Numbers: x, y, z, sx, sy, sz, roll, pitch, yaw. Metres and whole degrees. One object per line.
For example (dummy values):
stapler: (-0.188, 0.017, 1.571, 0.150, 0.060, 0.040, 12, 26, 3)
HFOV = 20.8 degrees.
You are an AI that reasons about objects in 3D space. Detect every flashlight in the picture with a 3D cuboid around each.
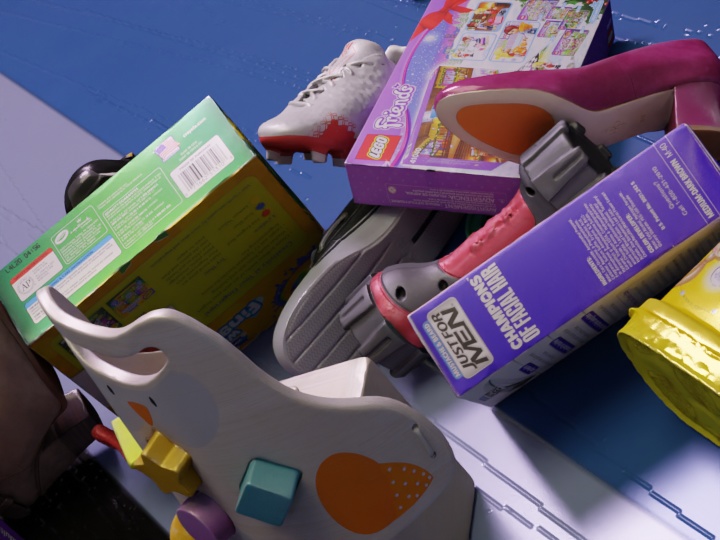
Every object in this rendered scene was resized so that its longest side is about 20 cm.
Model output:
flashlight: (0.075, -0.016, 1.255, 0.200, 0.067, 0.068, -44, 65, 24)

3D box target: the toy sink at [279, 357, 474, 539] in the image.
toy sink: (-0.022, 0.176, 1.120, 0.111, 0.131, 0.201, -18, 41, 29)

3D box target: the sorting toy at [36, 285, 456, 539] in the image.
sorting toy: (-0.084, 0.071, 1.021, 0.199, 0.180, 0.107, 9, 57, 49)

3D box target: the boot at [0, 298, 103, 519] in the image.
boot: (-0.274, 0.107, 1.378, 0.145, 0.201, 0.070, -30, 44, 0)

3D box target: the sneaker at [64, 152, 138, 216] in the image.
sneaker: (-0.167, -0.052, 1.439, 0.070, 0.200, 0.090, -47, 62, 11)

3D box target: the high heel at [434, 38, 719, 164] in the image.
high heel: (0.144, -0.122, 1.274, 0.198, 0.068, 0.097, 1, 48, -4)

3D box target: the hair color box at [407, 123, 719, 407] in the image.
hair color box: (0.133, 0.001, 1.175, 0.199, 0.109, 0.065, -36, 76, 7)

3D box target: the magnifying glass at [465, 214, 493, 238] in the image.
magnifying glass: (0.152, -0.042, 1.289, 0.199, 0.022, 0.080, -3, 49, 40)

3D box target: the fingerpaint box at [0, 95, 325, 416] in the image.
fingerpaint box: (-0.131, -0.001, 1.375, 0.200, 0.167, 0.073, -40, 55, 2)

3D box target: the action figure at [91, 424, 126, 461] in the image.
action figure: (-0.102, 0.133, 1.305, 0.199, 0.051, 0.066, 30, 95, 45)

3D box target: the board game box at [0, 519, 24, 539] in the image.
board game box: (-0.360, 0.242, 1.302, 0.199, 0.200, 0.201, -31, 35, 14)

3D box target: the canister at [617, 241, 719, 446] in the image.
canister: (0.260, 0.010, 1.074, 0.200, 0.087, 0.148, -43, 35, -7)

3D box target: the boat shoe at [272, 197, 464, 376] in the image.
boat shoe: (0.000, 0.000, 1.358, 0.071, 0.072, 0.200, -2, 39, 52)

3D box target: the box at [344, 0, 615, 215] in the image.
box: (0.087, -0.119, 1.365, 0.135, 0.039, 0.201, 6, 45, 23)

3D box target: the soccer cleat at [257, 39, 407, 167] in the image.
soccer cleat: (-0.012, -0.121, 1.395, 0.068, 0.086, 0.199, 4, 10, 31)
